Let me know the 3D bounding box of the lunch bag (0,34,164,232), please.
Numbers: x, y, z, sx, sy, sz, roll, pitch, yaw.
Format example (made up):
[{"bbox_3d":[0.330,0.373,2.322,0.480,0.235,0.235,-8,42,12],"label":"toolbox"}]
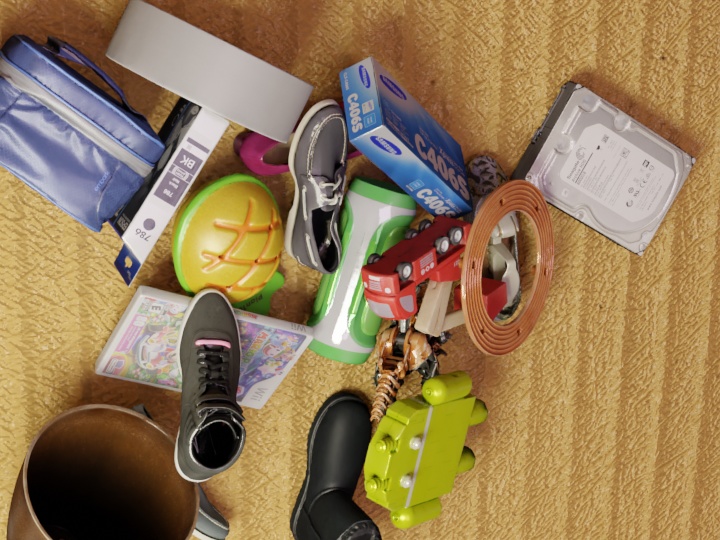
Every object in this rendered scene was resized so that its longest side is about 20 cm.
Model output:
[{"bbox_3d":[-0.298,-0.149,1.346,0.200,0.136,0.132,38,90,-24],"label":"lunch bag"}]

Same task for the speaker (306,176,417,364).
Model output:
[{"bbox_3d":[0.000,0.000,1.531,0.088,0.088,0.200,13,100,-23],"label":"speaker"}]

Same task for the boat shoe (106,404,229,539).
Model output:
[{"bbox_3d":[-0.206,0.229,1.528,0.062,0.073,0.200,-42,110,-1],"label":"boat shoe"}]

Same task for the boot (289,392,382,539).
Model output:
[{"bbox_3d":[-0.013,0.258,1.555,0.076,0.168,0.200,14,99,-23],"label":"boot"}]

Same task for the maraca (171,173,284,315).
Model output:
[{"bbox_3d":[-0.138,-0.015,1.467,0.137,0.107,0.200,-32,135,-24],"label":"maraca"}]

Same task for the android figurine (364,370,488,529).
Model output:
[{"bbox_3d":[0.071,0.199,1.515,0.200,0.041,0.182,-4,112,-54],"label":"android figurine"}]

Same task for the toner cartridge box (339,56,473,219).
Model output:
[{"bbox_3d":[0.052,-0.136,1.465,0.043,0.095,0.200,-24,145,22],"label":"toner cartridge box"}]

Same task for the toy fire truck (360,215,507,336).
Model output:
[{"bbox_3d":[0.082,0.019,1.490,0.200,0.049,0.141,-34,127,-41],"label":"toy fire truck"}]

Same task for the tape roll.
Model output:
[{"bbox_3d":[-0.149,-0.199,1.353,0.200,0.200,0.066,25,96,-25],"label":"tape roll"}]

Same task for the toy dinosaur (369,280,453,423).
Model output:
[{"bbox_3d":[0.048,0.097,1.551,0.200,0.102,0.136,-38,137,-32],"label":"toy dinosaur"}]

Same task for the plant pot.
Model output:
[{"bbox_3d":[-0.294,0.270,1.436,0.187,0.187,0.200,16,139,-24],"label":"plant pot"}]

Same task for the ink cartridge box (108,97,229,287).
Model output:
[{"bbox_3d":[-0.212,-0.086,1.417,0.039,0.099,0.200,30,92,-25],"label":"ink cartridge box"}]

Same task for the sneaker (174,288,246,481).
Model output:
[{"bbox_3d":[-0.146,0.117,1.382,0.071,0.099,0.200,6,85,-20],"label":"sneaker"}]

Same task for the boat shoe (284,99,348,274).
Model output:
[{"bbox_3d":[-0.034,-0.084,1.442,0.073,0.063,0.200,-19,134,-35],"label":"boat shoe"}]

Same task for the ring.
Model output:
[{"bbox_3d":[0.163,-0.003,1.531,0.200,0.019,0.201,-19,114,-52],"label":"ring"}]

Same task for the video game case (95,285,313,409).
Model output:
[{"bbox_3d":[-0.171,0.087,1.486,0.200,0.018,0.143,15,134,-24],"label":"video game case"}]

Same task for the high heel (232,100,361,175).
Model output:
[{"bbox_3d":[-0.034,-0.138,1.471,0.200,0.096,0.068,-16,110,-16],"label":"high heel"}]

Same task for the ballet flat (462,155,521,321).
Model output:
[{"bbox_3d":[0.161,-0.033,1.592,0.072,0.072,0.201,-11,109,-18],"label":"ballet flat"}]

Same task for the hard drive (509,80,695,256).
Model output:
[{"bbox_3d":[0.293,-0.121,1.634,0.200,0.038,0.140,28,94,-25],"label":"hard drive"}]
